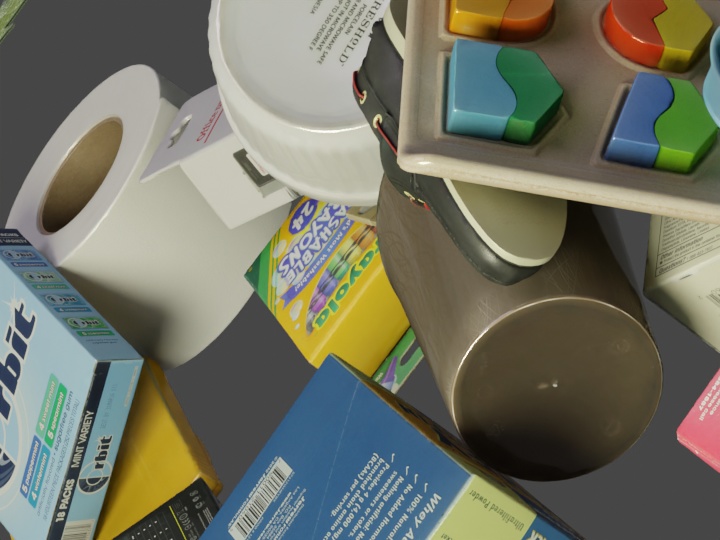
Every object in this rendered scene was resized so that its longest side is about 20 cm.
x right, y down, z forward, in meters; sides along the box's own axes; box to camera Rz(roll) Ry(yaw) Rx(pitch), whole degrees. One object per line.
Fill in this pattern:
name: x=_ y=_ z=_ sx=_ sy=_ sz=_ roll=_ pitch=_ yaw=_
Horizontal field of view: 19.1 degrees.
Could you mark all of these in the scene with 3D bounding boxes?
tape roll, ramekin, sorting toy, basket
tape roll: x=-0.169 y=-0.040 z=1.677 sx=0.202 sy=0.139 sz=0.203 roll=-38 pitch=32 yaw=29
ramekin: x=-0.007 y=-0.150 z=1.373 sx=0.201 sy=0.094 sz=0.204 roll=-3 pitch=76 yaw=12
sorting toy: x=0.114 y=-0.107 z=1.111 sx=0.201 sy=0.184 sz=0.037 roll=-86 pitch=7 yaw=-46
basket: x=0.088 y=0.012 z=1.175 sx=0.200 sy=0.135 sz=0.181 roll=-105 pitch=15 yaw=-61

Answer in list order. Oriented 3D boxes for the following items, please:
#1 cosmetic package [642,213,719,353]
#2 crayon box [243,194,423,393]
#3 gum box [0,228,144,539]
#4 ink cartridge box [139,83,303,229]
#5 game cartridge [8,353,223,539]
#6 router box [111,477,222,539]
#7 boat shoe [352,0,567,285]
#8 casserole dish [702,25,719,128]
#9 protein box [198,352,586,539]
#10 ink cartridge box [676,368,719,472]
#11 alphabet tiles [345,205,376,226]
cosmetic package: x=0.219 y=-0.066 z=1.158 sx=0.103 sy=0.073 sz=0.201 roll=-27 pitch=39 yaw=42
crayon box: x=0.000 y=0.000 z=1.459 sx=0.126 sy=0.051 sz=0.200 roll=-53 pitch=28 yaw=5
gum box: x=-0.243 y=0.089 z=1.562 sx=0.200 sy=0.044 sz=0.171 roll=39 pitch=119 yaw=43
ink cartridge box: x=-0.051 y=-0.105 z=1.523 sx=0.199 sy=0.067 sz=0.116 roll=-24 pitch=26 yaw=32
game cartridge: x=-0.183 y=0.177 z=1.579 sx=0.177 sy=0.032 sz=0.200 roll=-51 pitch=32 yaw=9
router box: x=-0.123 y=0.234 z=1.341 sx=0.149 sy=0.062 sz=0.200 roll=-33 pitch=27 yaw=-3
boat shoe: x=0.050 y=-0.061 z=1.122 sx=0.063 sy=0.073 sz=0.202 roll=-61 pitch=37 yaw=34
casserole dish: x=0.270 y=-0.104 z=1.072 sx=0.199 sy=0.039 sz=0.122 roll=-21 pitch=49 yaw=4
protein box: x=0.011 y=0.185 z=1.148 sx=0.199 sy=0.135 sz=0.200 roll=-55 pitch=27 yaw=0
ink cartridge box: x=0.253 y=0.066 z=0.946 sx=0.145 sy=0.084 sz=0.200 roll=-55 pitch=26 yaw=1
alphabet tiles: x=0.082 y=-0.096 z=1.417 sx=0.200 sy=0.006 sz=0.166 roll=-45 pitch=29 yaw=-16
